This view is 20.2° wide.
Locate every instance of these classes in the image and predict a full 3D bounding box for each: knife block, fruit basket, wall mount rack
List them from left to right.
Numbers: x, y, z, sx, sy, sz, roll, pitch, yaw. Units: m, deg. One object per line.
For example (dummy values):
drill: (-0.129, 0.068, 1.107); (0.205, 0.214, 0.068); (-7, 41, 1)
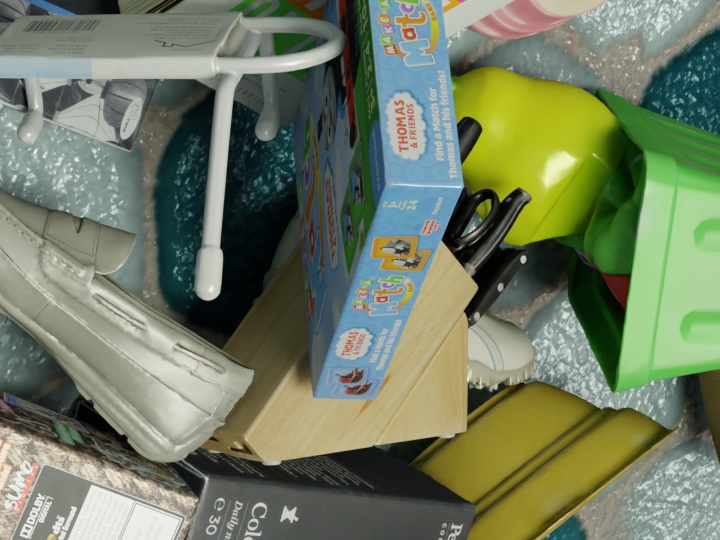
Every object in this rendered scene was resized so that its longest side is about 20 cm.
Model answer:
wall mount rack: (-0.106, -0.057, 0.846); (0.174, 0.200, 0.075); (-72, 160, -64)
knife block: (0.000, 0.000, 1.031); (0.200, 0.064, 0.176); (-5, 96, -40)
fruit basket: (0.129, -0.033, 1.146); (0.215, 0.216, 0.156); (-7, 110, -38)

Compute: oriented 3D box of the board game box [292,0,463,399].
board game box: (0.003, -0.051, 0.903); (0.037, 0.151, 0.200); (0, 151, -10)

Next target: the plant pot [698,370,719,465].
plant pot: (0.287, 0.018, 1.297); (0.186, 0.186, 0.200); (-35, 112, -25)

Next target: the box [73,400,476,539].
box: (-0.071, 0.189, 1.085); (0.196, 0.124, 0.200); (11, 99, -44)

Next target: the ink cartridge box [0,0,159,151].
ink cartridge box: (-0.170, -0.130, 0.928); (0.200, 0.039, 0.100); (19, 93, -44)

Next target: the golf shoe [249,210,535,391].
golf shoe: (0.034, 0.011, 1.138); (0.200, 0.078, 0.097); (14, 91, -43)

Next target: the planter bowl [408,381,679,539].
planter bowl: (0.084, 0.124, 1.187); (0.200, 0.083, 0.200); (-38, 170, -8)

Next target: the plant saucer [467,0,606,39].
plant saucer: (0.115, -0.217, 1.100); (0.200, 0.051, 0.201); (-32, 137, -37)

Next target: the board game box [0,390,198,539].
board game box: (-0.201, 0.131, 0.921); (0.200, 0.097, 0.160); (24, 91, -19)

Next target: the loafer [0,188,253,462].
loafer: (-0.135, 0.002, 0.943); (0.070, 0.070, 0.200); (-44, 103, -1)

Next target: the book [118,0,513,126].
book: (0.005, -0.147, 0.940); (0.200, 0.048, 0.134); (-28, 147, 25)
